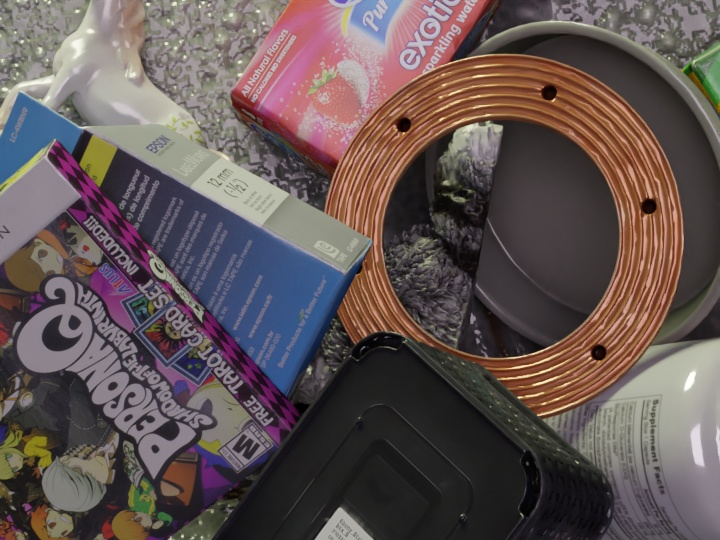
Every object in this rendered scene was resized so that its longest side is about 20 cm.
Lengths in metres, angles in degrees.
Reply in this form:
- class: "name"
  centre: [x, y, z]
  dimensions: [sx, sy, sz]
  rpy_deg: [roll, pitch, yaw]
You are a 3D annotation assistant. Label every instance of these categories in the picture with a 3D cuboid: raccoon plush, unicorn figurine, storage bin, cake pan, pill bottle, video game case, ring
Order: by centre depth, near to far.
- class: "storage bin"
  centre: [0.015, 0.148, 1.109]
  dimensions: [0.135, 0.094, 0.200]
  rpy_deg: [41, 99, 30]
- class: "video game case"
  centre: [-0.161, 0.063, 1.135]
  dimensions: [0.181, 0.036, 0.200]
  rpy_deg: [-37, 102, 16]
- class: "ring"
  centre: [0.077, -0.017, 1.177]
  dimensions: [0.200, 0.019, 0.201]
  rpy_deg: [-1, 86, 12]
- class: "pill bottle"
  centre: [0.171, 0.097, 1.181]
  dimensions: [0.200, 0.113, 0.114]
  rpy_deg: [-10, 83, 42]
- class: "cake pan"
  centre: [0.129, -0.048, 1.227]
  dimensions: [0.200, 0.037, 0.201]
  rpy_deg: [15, 118, 30]
- class: "raccoon plush"
  centre: [0.000, 0.000, 1.245]
  dimensions: [0.133, 0.097, 0.201]
  rpy_deg: [12, 90, 6]
- class: "unicorn figurine"
  centre: [-0.152, -0.102, 1.274]
  dimensions: [0.137, 0.074, 0.200]
  rpy_deg: [-43, 101, -14]

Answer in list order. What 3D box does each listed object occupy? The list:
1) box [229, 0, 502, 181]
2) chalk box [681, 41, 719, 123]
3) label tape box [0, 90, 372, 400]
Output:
- class: "box"
  centre: [0.018, -0.150, 1.261]
  dimensions: [0.100, 0.095, 0.200]
  rpy_deg: [33, 85, 3]
- class: "chalk box"
  centre: [0.294, -0.111, 1.247]
  dimensions: [0.200, 0.124, 0.125]
  rpy_deg: [-33, 86, -3]
- class: "label tape box"
  centre: [-0.114, 0.002, 1.174]
  dimensions: [0.200, 0.066, 0.144]
  rpy_deg: [30, 113, 5]
